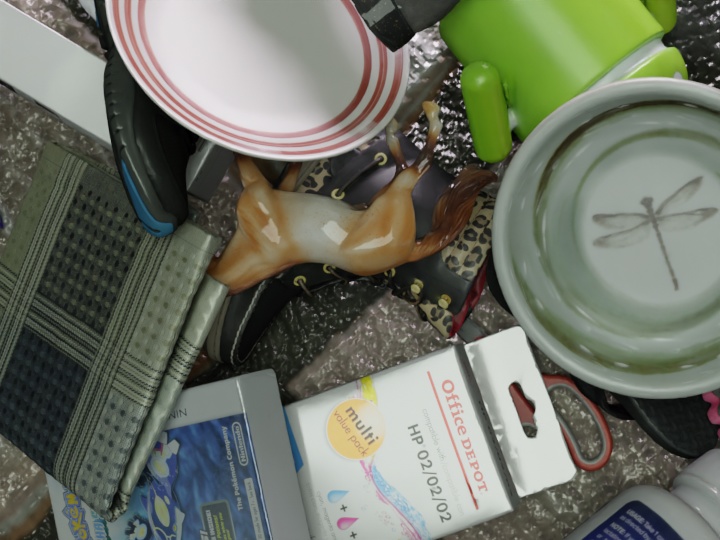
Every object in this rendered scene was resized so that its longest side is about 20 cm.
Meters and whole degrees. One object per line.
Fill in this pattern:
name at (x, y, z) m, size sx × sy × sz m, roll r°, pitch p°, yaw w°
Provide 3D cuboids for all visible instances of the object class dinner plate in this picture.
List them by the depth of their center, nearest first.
dinner plate at (-0.064, -0.148, 1.122) m, size 0.199 × 0.024 × 0.201 m, roll 11°, pitch 55°, yaw -17°

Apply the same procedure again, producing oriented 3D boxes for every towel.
towel at (-0.177, 0.033, 1.175) m, size 0.192 × 0.034 × 0.201 m, roll 29°, pitch 101°, yaw 41°

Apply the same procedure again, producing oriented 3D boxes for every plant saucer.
plant saucer at (0.182, -0.022, 1.104) m, size 0.199 × 0.050 × 0.201 m, roll 4°, pitch 106°, yaw 14°

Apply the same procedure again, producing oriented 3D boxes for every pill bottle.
pill bottle at (0.176, 0.207, 1.130) m, size 0.200 × 0.120 × 0.120 m, roll -36°, pitch 84°, yaw -14°

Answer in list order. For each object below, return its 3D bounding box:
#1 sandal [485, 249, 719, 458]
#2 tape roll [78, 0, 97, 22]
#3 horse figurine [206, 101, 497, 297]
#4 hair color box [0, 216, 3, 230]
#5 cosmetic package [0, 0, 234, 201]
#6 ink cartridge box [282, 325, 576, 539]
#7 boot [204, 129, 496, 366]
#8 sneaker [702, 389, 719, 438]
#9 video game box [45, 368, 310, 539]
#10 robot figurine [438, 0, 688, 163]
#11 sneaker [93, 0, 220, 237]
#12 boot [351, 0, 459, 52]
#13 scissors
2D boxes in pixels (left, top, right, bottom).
sandal at (0.158, 0.049, 1.180) m, size 0.200 × 0.048 × 0.075 m, roll 42°, pitch 55°, yaw -11°
tape roll at (-0.104, -0.235, 1.219) m, size 0.199 × 0.066 × 0.201 m, roll 0°, pitch 87°, yaw 5°
horse figurine at (-0.016, -0.043, 1.138) m, size 0.199 × 0.050 × 0.133 m, roll 5°, pitch 76°, yaw 9°
hair color box at (-0.355, -0.032, 1.208) m, size 0.199 × 0.109 × 0.065 m, roll -17°, pitch 86°, yaw 4°
cosmetic package at (-0.182, -0.118, 1.212) m, size 0.199 × 0.083 × 0.051 m, roll 31°, pitch 92°, yaw 7°
ink cartridge box at (0.030, 0.120, 1.179) m, size 0.199 × 0.068 × 0.116 m, roll -21°, pitch 85°, yaw 8°
boot at (0.000, 0.000, 1.190) m, size 0.150 × 0.073 × 0.201 m, roll 30°, pitch 83°, yaw 11°
sneaker at (0.263, 0.034, 1.168) m, size 0.095 × 0.079 × 0.201 m, roll -13°, pitch 81°, yaw -22°
video game box at (-0.117, 0.178, 1.168) m, size 0.182 × 0.047 × 0.201 m, roll -16°, pitch 85°, yaw 36°
robot figurine at (0.131, -0.144, 1.167) m, size 0.175 × 0.116 × 0.200 m, roll -36°, pitch 84°, yaw -19°
sneaker at (-0.120, -0.117, 1.124) m, size 0.081 × 0.073 × 0.201 m, roll -7°, pitch 65°, yaw -6°
boot at (0.028, -0.247, 1.128) m, size 0.131 × 0.070 × 0.201 m, roll -32°, pitch 79°, yaw 11°
scissors at (0.096, 0.055, 1.211) m, size 0.073 × 0.014 × 0.201 m, roll -32°, pitch 82°, yaw 10°
